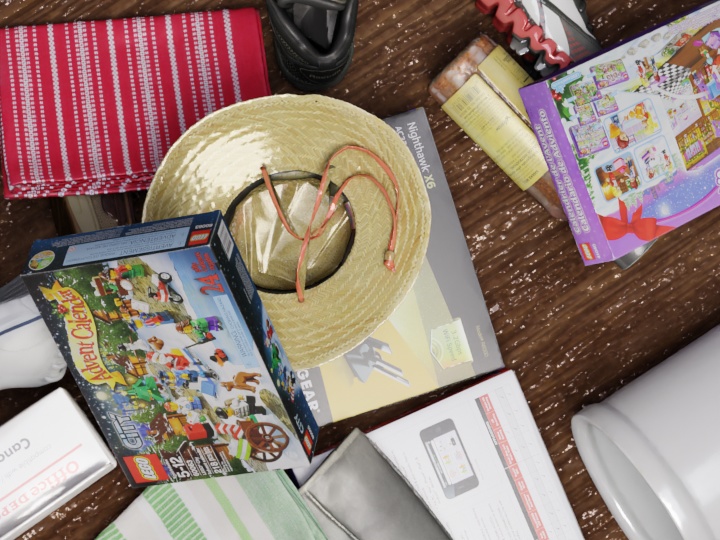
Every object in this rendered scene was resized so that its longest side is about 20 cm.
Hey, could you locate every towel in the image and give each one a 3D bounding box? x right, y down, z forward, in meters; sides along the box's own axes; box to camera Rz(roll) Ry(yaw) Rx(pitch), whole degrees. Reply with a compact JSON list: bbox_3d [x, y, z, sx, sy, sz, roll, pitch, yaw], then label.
[{"bbox_3d":[-0.123,0.210,1.647,0.200,0.023,0.153,-45,55,10],"label":"towel"},{"bbox_3d":[-0.161,-0.123,1.700,0.198,0.023,0.146,-5,62,-5],"label":"towel"}]

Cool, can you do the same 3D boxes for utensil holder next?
[{"bbox_3d":[0.279,0.121,1.695,0.199,0.170,0.171,-33,91,-10],"label":"utensil holder"}]

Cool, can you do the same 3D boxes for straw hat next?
[{"bbox_3d":[-0.049,-0.025,1.649,0.199,0.085,0.203,0,88,2],"label":"straw hat"}]

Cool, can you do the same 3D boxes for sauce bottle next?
[{"bbox_3d":[0.137,-0.084,1.740,0.066,0.066,0.200,-43,92,-7],"label":"sauce bottle"}]

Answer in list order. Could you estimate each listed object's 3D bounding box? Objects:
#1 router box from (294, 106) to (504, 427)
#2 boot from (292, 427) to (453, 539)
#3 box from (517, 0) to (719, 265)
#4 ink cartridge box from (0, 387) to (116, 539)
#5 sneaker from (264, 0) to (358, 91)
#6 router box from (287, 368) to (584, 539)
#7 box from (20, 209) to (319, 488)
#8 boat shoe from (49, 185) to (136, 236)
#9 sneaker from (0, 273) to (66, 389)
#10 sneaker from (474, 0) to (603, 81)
[{"bbox_3d":[0.000,0.000,1.723,0.156,0.052,0.201,-18,89,-7],"label":"router box"},{"bbox_3d":[0.011,0.238,1.652,0.200,0.073,0.182,43,69,-9],"label":"boot"},{"bbox_3d":[0.220,-0.105,1.719,0.199,0.039,0.138,-25,97,-31],"label":"box"},{"bbox_3d":[-0.231,0.137,1.614,0.116,0.200,0.068,-35,91,-8],"label":"ink cartridge box"},{"bbox_3d":[-0.044,-0.236,1.704,0.076,0.114,0.201,-10,86,-9],"label":"sneaker"},{"bbox_3d":[0.066,0.197,1.721,0.178,0.049,0.201,-22,89,-7],"label":"router box"},{"bbox_3d":[-0.124,0.056,1.579,0.136,0.038,0.201,-9,128,18],"label":"box"},{"bbox_3d":[-0.161,0.016,1.694,0.072,0.072,0.201,-16,74,-22],"label":"boat shoe"},{"bbox_3d":[-0.222,0.039,1.654,0.071,0.199,0.073,53,38,-15],"label":"sneaker"},{"bbox_3d":[0.134,-0.201,1.742,0.098,0.071,0.200,-44,91,-5],"label":"sneaker"}]
